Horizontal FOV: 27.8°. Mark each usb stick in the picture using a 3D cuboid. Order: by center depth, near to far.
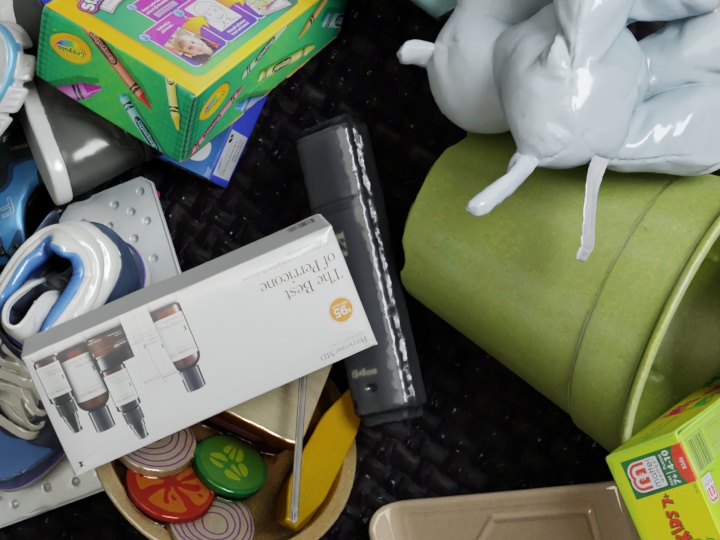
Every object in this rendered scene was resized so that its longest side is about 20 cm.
[{"bbox_3d":[0.000,0.000,0.944,0.055,0.033,0.202,-14,86,34],"label":"usb stick"}]

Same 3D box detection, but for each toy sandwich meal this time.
[{"bbox_3d":[-0.080,0.093,0.949,0.203,0.070,0.206,12,54,-16],"label":"toy sandwich meal"}]

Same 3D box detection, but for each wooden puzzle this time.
[{"bbox_3d":[0.110,0.227,0.915,0.199,0.037,0.187,-13,92,36],"label":"wooden puzzle"}]

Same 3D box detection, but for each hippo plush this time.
[{"bbox_3d":[0.121,-0.112,0.842,0.158,0.161,0.201,21,91,-29],"label":"hippo plush"}]

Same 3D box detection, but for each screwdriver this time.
[{"bbox_3d":[-0.040,0.068,0.927,0.029,0.028,0.201,1,56,11],"label":"screwdriver"}]

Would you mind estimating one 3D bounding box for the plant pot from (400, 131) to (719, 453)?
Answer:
[{"bbox_3d":[0.131,0.000,0.909,0.189,0.200,0.201,26,90,25],"label":"plant pot"}]

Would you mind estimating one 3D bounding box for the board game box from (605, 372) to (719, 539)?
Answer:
[{"bbox_3d":[0.221,0.120,0.851,0.047,0.200,0.102,-25,87,34],"label":"board game box"}]

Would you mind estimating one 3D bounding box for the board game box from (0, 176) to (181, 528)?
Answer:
[{"bbox_3d":[-0.208,0.060,1.043,0.199,0.026,0.201,-21,80,10],"label":"board game box"}]

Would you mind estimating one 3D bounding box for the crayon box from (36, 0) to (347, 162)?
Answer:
[{"bbox_3d":[-0.105,-0.165,0.965,0.118,0.200,0.059,31,135,13],"label":"crayon box"}]

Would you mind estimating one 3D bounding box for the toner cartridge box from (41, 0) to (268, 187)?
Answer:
[{"bbox_3d":[-0.169,-0.143,1.046,0.199,0.043,0.096,24,89,13],"label":"toner cartridge box"}]

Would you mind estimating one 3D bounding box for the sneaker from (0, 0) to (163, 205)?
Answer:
[{"bbox_3d":[-0.191,-0.139,1.001,0.098,0.071,0.201,-17,62,-16],"label":"sneaker"}]

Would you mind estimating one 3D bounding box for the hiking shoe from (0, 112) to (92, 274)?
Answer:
[{"bbox_3d":[-0.265,-0.014,1.008,0.086,0.074,0.201,31,86,22],"label":"hiking shoe"}]

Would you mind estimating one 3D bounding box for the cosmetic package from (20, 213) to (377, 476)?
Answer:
[{"bbox_3d":[-0.097,0.044,0.884,0.199,0.051,0.083,-24,106,-6],"label":"cosmetic package"}]

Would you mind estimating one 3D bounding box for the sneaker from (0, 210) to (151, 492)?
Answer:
[{"bbox_3d":[-0.221,0.056,0.957,0.080,0.146,0.201,32,91,13],"label":"sneaker"}]

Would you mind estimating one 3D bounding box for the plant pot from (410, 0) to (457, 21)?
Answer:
[{"bbox_3d":[0.055,-0.276,0.942,0.195,0.196,0.201,-29,95,8],"label":"plant pot"}]

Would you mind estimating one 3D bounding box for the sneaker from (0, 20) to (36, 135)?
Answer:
[{"bbox_3d":[-0.284,-0.074,0.931,0.075,0.086,0.202,20,93,33],"label":"sneaker"}]
